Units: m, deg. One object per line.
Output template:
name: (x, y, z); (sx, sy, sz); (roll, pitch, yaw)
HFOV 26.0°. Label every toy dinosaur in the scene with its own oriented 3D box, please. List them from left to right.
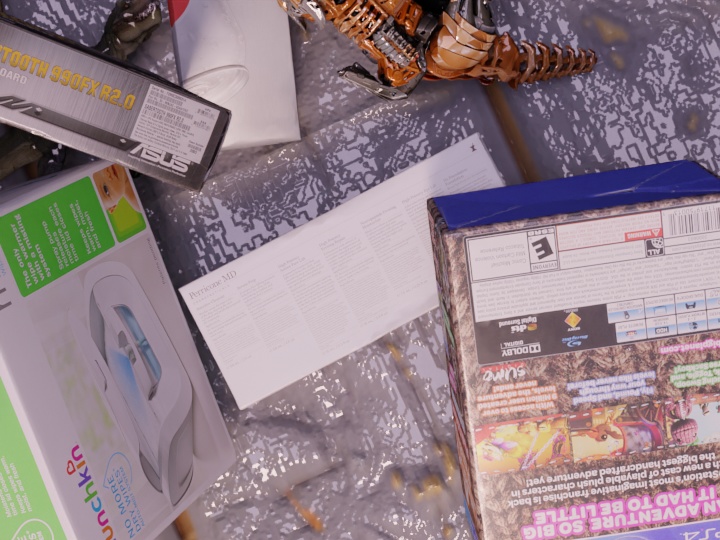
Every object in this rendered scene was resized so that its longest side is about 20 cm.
toy dinosaur: (-0.179, -0.080, 0.953); (0.200, 0.047, 0.088); (-39, 83, 7)
toy dinosaur: (0.045, -0.157, 0.903); (0.102, 0.200, 0.136); (10, 82, 44)

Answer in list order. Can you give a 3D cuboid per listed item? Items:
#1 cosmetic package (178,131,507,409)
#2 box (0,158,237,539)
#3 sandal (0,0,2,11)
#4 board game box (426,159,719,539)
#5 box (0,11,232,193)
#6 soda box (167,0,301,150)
cosmetic package: (0.000, 0.000, 0.931); (0.200, 0.051, 0.083); (-27, 91, 3)
box: (-0.176, 0.058, 0.856); (0.096, 0.176, 0.200); (-15, 100, 24)
sandal: (-0.260, -0.201, 0.944); (0.077, 0.070, 0.212); (4, 90, 4)
board game box: (0.130, 0.053, 0.867); (0.159, 0.097, 0.201); (-8, 104, -1)
box: (-0.183, -0.107, 0.819); (0.200, 0.158, 0.048); (20, 96, -24)
soda box: (-0.079, -0.172, 0.896); (0.068, 0.063, 0.201); (-7, 110, -7)
